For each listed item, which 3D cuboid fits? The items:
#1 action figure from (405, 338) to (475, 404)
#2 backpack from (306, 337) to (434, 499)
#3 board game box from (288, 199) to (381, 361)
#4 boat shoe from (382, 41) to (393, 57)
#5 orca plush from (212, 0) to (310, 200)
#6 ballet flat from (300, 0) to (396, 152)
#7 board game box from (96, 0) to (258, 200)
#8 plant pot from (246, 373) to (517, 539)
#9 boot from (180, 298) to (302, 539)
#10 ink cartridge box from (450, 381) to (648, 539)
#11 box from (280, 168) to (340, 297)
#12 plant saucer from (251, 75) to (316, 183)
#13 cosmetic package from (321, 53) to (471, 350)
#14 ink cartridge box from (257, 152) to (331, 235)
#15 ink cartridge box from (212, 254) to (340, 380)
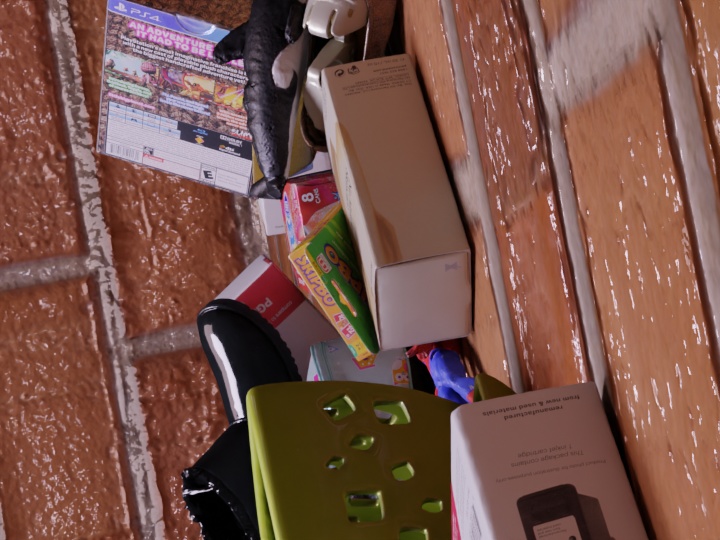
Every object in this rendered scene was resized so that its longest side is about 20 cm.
[{"bbox_3d":[0.063,0.077,1.578,0.200,0.052,0.065,-106,4,-62],"label":"action figure"},{"bbox_3d":[0.002,0.151,1.798,0.176,0.153,0.200,83,-177,-79],"label":"backpack"},{"bbox_3d":[0.000,0.000,1.634,0.096,0.030,0.200,56,-162,-7],"label":"board game box"},{"bbox_3d":[0.005,-0.174,1.726,0.062,0.073,0.200,-25,-79,-51],"label":"boat shoe"},{"bbox_3d":[-0.080,-0.157,1.673,0.105,0.071,0.200,-57,-26,-78],"label":"orca plush"},{"bbox_3d":[-0.014,-0.176,1.639,0.068,0.067,0.200,23,127,29],"label":"ballet flat"},{"bbox_3d":[-0.143,-0.183,1.926,0.200,0.159,0.097,103,-175,-48],"label":"board game box"},{"bbox_3d":[0.034,0.188,1.370,0.200,0.181,0.199,87,171,-54],"label":"plant pot"},{"bbox_3d":[-0.108,0.144,1.863,0.198,0.073,0.162,60,-142,-19],"label":"boot"},{"bbox_3d":[0.108,0.184,1.124,0.145,0.083,0.200,88,170,-52],"label":"ink cartridge box"},{"bbox_3d":[-0.013,-0.038,1.848,0.200,0.095,0.100,-152,52,-83],"label":"box"},{"bbox_3d":[-0.041,-0.185,1.822,0.200,0.048,0.200,94,-167,-71],"label":"plant saucer"},{"bbox_3d":[0.025,-0.052,1.575,0.105,0.071,0.200,86,172,-50],"label":"cosmetic package"},{"bbox_3d":[-0.085,-0.160,2.385,0.145,0.087,0.200,-111,14,-64],"label":"ink cartridge box"},{"bbox_3d":[-0.049,0.087,2.002,0.200,0.083,0.147,47,178,-6],"label":"ink cartridge box"}]
